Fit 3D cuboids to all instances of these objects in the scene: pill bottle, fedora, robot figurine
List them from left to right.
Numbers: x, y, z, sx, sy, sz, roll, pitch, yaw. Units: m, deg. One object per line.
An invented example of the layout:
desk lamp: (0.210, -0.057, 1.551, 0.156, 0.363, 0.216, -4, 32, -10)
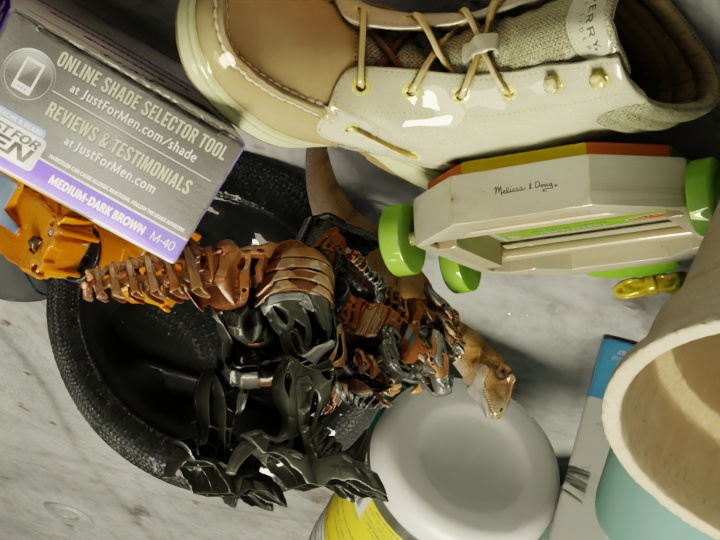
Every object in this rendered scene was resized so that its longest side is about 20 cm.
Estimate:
robot figurine: (-0.175, -0.053, 0.876, 0.200, 0.058, 0.145, 39, -169, 34)
fedora: (-0.071, 0.028, 0.968, 0.199, 0.202, 0.092, 14, -177, 11)
pill bottle: (0.032, 0.161, 1.029, 0.112, 0.113, 0.200, 23, 139, -5)

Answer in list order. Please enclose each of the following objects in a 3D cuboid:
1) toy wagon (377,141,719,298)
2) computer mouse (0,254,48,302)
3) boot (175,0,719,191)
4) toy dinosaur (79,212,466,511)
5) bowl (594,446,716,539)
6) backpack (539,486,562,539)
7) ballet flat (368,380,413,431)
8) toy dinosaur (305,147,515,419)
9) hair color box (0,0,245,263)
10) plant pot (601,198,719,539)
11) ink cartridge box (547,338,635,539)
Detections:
toy wagon: (0.107, -0.018, 0.809, 0.154, 0.040, 0.200, -7, 170, 25)
computer mouse: (-0.262, -0.035, 1.060, 0.139, 0.046, 0.200, 9, 149, 18)
boot: (0.039, -0.090, 0.716, 0.154, 0.073, 0.199, -12, 158, 43)
toy dinosaur: (-0.038, 0.035, 0.786, 0.199, 0.137, 0.102, 11, 164, -18)
bowl: (0.209, 0.065, 0.813, 0.200, 0.201, 0.106, 5, 113, 25)
backpack: (0.152, 0.224, 1.109, 0.199, 0.179, 0.151, -4, 149, 30)
ballet flat: (0.017, 0.096, 1.086, 0.075, 0.064, 0.200, -13, 145, 4)
toy dinosaur: (0.000, 0.000, 0.878, 0.200, 0.106, 0.060, 53, 178, -16)
hair color box: (-0.123, -0.076, 0.776, 0.109, 0.065, 0.200, 29, -175, -17)
plant pot: (0.210, -0.002, 0.667, 0.199, 0.184, 0.201, 15, 150, 9)
ink cartridge box: (0.161, 0.150, 0.945, 0.115, 0.201, 0.067, 15, 152, 10)
